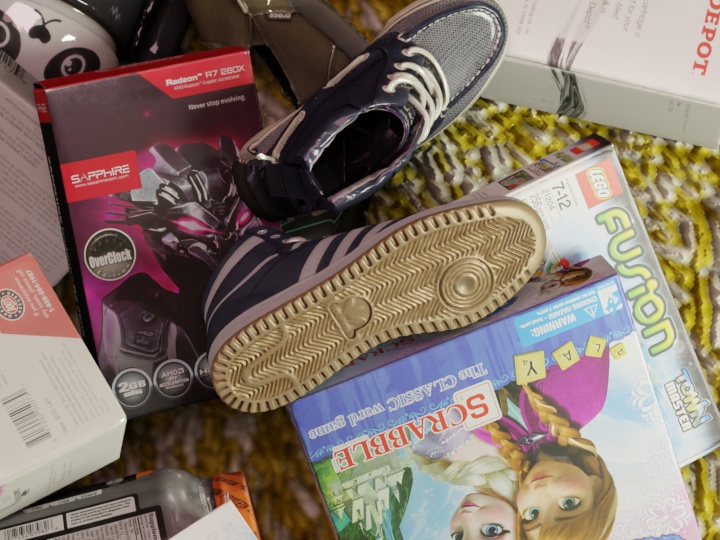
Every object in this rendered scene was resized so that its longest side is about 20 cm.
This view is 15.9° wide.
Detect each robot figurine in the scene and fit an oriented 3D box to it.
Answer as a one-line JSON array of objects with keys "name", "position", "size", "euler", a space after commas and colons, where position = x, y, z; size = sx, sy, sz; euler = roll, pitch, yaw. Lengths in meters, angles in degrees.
[{"name": "robot figurine", "position": [-0.188, -0.191, 1.592], "size": [0.150, 0.125, 0.200], "euler": [8, 69, 28]}]

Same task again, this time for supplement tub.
[{"name": "supplement tub", "position": [-0.151, 0.184, 1.462], "size": [0.200, 0.123, 0.123], "euler": [-14, 71, -2]}]

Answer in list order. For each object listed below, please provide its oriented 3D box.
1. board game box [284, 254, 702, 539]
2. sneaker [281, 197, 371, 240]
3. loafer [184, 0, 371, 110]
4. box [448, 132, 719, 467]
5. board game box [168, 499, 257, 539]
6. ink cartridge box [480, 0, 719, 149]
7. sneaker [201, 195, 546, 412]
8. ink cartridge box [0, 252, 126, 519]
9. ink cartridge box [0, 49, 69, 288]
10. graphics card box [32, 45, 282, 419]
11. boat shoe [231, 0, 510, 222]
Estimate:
[{"name": "board game box", "position": [0.079, 0.119, 1.459], "size": [0.200, 0.041, 0.200], "euler": [-22, 109, -4]}, {"name": "sneaker", "position": [-0.021, -0.046, 1.572], "size": [0.200, 0.075, 0.079], "euler": [-43, 84, -3]}, {"name": "loafer", "position": [-0.075, -0.166, 1.567], "size": [0.200, 0.075, 0.070], "euler": [40, 91, -26]}, {"name": "box", "position": [0.128, 0.034, 1.490], "size": [0.110, 0.035, 0.200], "euler": [-26, 108, -6]}, {"name": "board game box", "position": [-0.115, 0.232, 1.359], "size": [0.200, 0.034, 0.135], "euler": [-33, 72, -9]}, {"name": "ink cartridge box", "position": [0.144, -0.173, 1.592], "size": [0.200, 0.086, 0.147], "euler": [14, 73, 7]}, {"name": "sneaker", "position": [0.000, 0.000, 1.433], "size": [0.200, 0.109, 0.070], "euler": [-26, 115, -2]}, {"name": "ink cartridge box", "position": [-0.244, 0.089, 1.415], "size": [0.200, 0.068, 0.117], "euler": [-26, 73, -20]}, {"name": "ink cartridge box", "position": [-0.255, -0.035, 1.535], "size": [0.162, 0.057, 0.200], "euler": [40, 109, -15]}, {"name": "graphics card box", "position": [-0.110, -0.022, 1.494], "size": [0.125, 0.051, 0.200], "euler": [-11, 98, -15]}, {"name": "boat shoe", "position": [0.026, -0.095, 1.468], "size": [0.200, 0.093, 0.075], "euler": [-41, 108, -19]}]
